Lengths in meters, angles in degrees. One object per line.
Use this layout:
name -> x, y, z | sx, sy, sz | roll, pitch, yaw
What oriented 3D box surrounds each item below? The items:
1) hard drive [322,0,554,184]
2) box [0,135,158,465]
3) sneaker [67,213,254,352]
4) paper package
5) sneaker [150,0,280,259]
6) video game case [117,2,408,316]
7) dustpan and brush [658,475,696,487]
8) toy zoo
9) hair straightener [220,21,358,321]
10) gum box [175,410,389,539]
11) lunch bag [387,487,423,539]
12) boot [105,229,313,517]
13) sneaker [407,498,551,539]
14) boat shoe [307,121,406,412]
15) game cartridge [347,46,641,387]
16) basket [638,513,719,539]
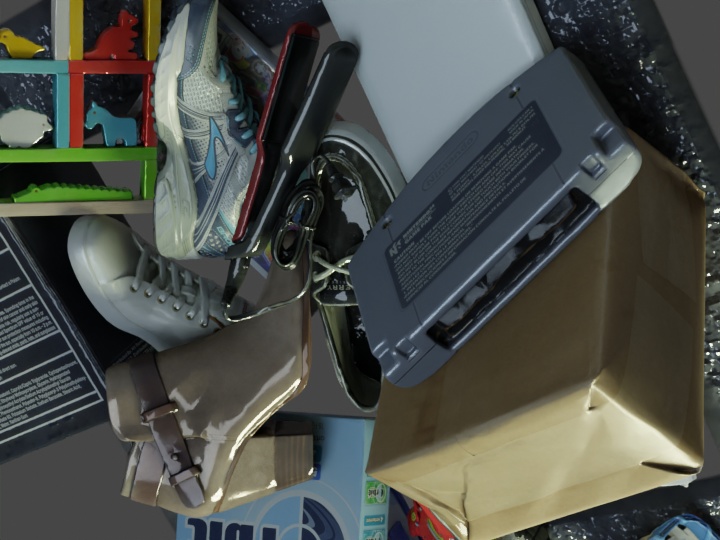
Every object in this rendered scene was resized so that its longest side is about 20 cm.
hard drive -> 0.062, -0.131, 0.979 | 0.131, 0.026, 0.202 | -16, 108, 33
box -> -0.267, 0.026, 1.174 | 0.199, 0.123, 0.200 | -22, 105, 33
sneaker -> -0.128, 0.019, 1.111 | 0.084, 0.073, 0.200 | -18, 135, 30
paper package -> 0.110, 0.041, 0.926 | 0.190, 0.202, 0.103 | -27, 129, 38
sneaker -> -0.094, -0.100, 1.039 | 0.085, 0.078, 0.202 | 6, 122, 4
video game case -> -0.071, -0.077, 1.082 | 0.200, 0.018, 0.143 | 42, 126, 1
dustpan and brush -> 0.130, 0.082, 1.049 | 0.198, 0.057, 0.141 | -7, 101, 23
toy zoo -> -0.203, -0.139, 1.044 | 0.020, 0.130, 0.203 | -146, 57, -65
hair straightener -> -0.044, -0.056, 0.991 | 0.076, 0.041, 0.202 | 26, 99, 30
gum box -> -0.061, 0.206, 1.122 | 0.168, 0.044, 0.203 | 1, 86, 33
lunch bag -> -0.002, 0.258, 1.194 | 0.159, 0.076, 0.202 | -20, 105, 32
boot -> -0.106, 0.074, 1.065 | 0.144, 0.070, 0.203 | -1, 91, -2
sneaker -> 0.061, 0.172, 1.101 | 0.084, 0.077, 0.201 | -7, 125, 42
boat shoe -> 0.000, 0.000, 1.036 | 0.070, 0.064, 0.202 | -1, 114, 27
game cartridge -> 0.075, -0.036, 0.914 | 0.041, 0.134, 0.200 | 36, 111, -25
basket -> 0.225, 0.251, 1.007 | 0.139, 0.177, 0.199 | 50, 136, -10
